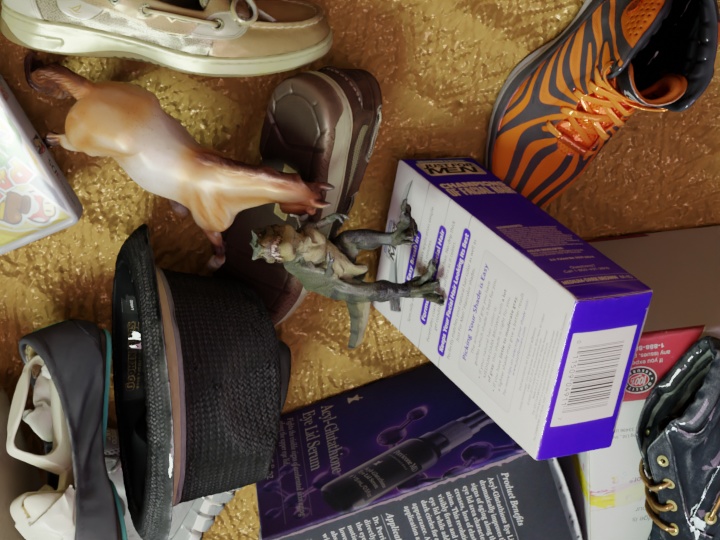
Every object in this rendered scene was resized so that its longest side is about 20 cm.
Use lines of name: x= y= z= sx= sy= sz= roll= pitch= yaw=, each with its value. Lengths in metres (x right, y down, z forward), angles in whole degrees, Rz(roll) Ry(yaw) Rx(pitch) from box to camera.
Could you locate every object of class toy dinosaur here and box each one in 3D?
toy dinosaur: x=0.000 y=0.000 z=0.939 sx=0.088 sy=0.048 sz=0.200 roll=-13 pitch=155 yaw=15

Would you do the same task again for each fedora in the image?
fedora: x=-0.100 y=0.069 z=0.949 sx=0.091 sy=0.201 sz=0.201 roll=-3 pitch=116 yaw=-16

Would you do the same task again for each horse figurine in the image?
horse figurine: x=-0.126 y=-0.068 z=0.927 sx=0.200 sy=0.133 sz=0.050 roll=36 pitch=65 yaw=-9

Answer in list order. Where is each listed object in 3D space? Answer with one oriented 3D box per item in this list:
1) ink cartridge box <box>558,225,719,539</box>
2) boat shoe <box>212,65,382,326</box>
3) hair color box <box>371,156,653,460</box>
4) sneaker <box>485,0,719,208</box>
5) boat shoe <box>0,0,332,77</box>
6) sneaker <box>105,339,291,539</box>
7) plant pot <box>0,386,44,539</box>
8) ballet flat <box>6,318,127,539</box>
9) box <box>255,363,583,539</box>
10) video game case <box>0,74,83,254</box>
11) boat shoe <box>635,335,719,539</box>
ink cartridge box: x=0.207 y=0.093 z=1.037 sx=0.145 sy=0.145 sz=0.201 roll=-6 pitch=116 yaw=-4
boat shoe: x=-0.033 y=-0.043 z=0.980 sx=0.075 sy=0.075 sz=0.203 roll=42 pitch=133 yaw=18
hair color box: x=0.087 y=0.017 z=0.951 sx=0.065 sy=0.200 sz=0.110 roll=-6 pitch=120 yaw=-32
sneaker: x=0.148 y=-0.109 z=0.951 sx=0.077 sy=0.112 sz=0.200 roll=24 pitch=111 yaw=-17
boat shoe: x=-0.114 y=-0.162 z=0.915 sx=0.200 sy=0.073 sz=0.063 roll=7 pitch=119 yaw=-3
sneaker: x=-0.135 y=0.116 z=1.042 sx=0.115 sy=0.075 sz=0.200 roll=26 pitch=110 yaw=-16
plant pot: x=-0.283 y=0.169 z=0.999 sx=0.199 sy=0.200 sz=0.174 roll=-6 pitch=99 yaw=-5
ballet flat: x=-0.188 y=0.127 z=0.960 sx=0.073 sy=0.073 sz=0.201 roll=-6 pitch=72 yaw=-5
box: x=0.035 y=0.151 z=1.041 sx=0.199 sy=0.148 sz=0.105 roll=-20 pitch=116 yaw=1
video game case: x=-0.300 y=-0.071 z=0.937 sx=0.199 sy=0.023 sz=0.182 roll=-21 pitch=117 yaw=15
boat shoe: x=0.197 y=0.134 z=0.941 sx=0.091 sy=0.071 sz=0.201 roll=25 pitch=104 yaw=-16
